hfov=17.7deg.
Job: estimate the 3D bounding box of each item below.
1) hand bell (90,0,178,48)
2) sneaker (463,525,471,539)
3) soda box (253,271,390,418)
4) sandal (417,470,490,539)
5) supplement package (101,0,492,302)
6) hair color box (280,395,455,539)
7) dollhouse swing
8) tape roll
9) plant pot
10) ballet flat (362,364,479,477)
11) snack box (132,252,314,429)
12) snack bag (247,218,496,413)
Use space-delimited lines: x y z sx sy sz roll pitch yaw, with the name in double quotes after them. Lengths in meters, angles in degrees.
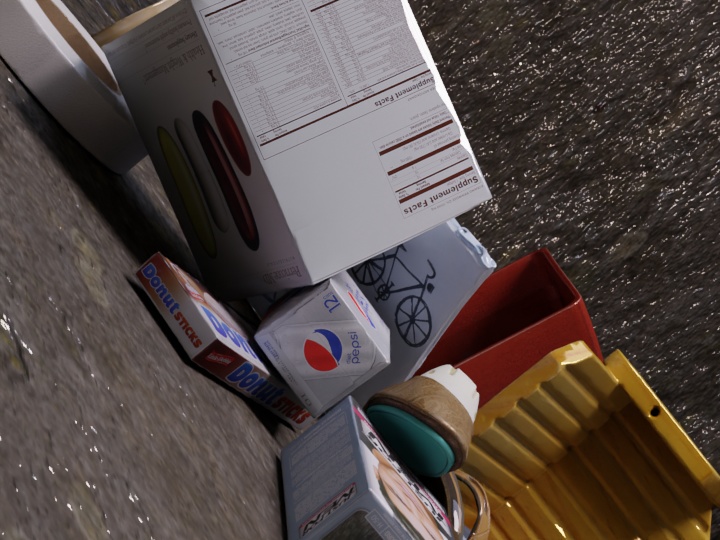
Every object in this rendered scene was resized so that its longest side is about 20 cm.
-0.146 -0.121 1.930 0.200 0.104 0.104 63 4 -4 "hand bell"
0.131 0.238 1.682 0.200 0.087 0.074 51 5 -6 "sneaker"
-0.024 0.042 1.545 0.068 0.063 0.200 54 3 -4 "soda box"
0.057 0.168 1.531 0.054 0.082 0.200 15 0 -3 "sandal"
-0.048 -0.100 1.550 0.200 0.147 0.191 66 -23 -4 "supplement package"
0.008 0.151 1.334 0.099 0.061 0.200 50 5 -11 "hair color box"
0.158 0.173 1.736 0.182 0.200 0.176 52 4 9 "dollhouse swing"
-0.219 -0.156 1.652 0.203 0.037 0.203 50 5 -6 "tape roll"
0.121 0.121 1.937 0.176 0.200 0.200 61 3 -14 "plant pot"
0.037 0.098 1.475 0.068 0.072 0.200 47 -22 1 "ballet flat"
-0.082 0.048 1.472 0.072 0.024 0.200 54 5 24 "snack box"
0.000 0.000 1.697 0.021 0.200 0.189 1 43 -45 "snack bag"
